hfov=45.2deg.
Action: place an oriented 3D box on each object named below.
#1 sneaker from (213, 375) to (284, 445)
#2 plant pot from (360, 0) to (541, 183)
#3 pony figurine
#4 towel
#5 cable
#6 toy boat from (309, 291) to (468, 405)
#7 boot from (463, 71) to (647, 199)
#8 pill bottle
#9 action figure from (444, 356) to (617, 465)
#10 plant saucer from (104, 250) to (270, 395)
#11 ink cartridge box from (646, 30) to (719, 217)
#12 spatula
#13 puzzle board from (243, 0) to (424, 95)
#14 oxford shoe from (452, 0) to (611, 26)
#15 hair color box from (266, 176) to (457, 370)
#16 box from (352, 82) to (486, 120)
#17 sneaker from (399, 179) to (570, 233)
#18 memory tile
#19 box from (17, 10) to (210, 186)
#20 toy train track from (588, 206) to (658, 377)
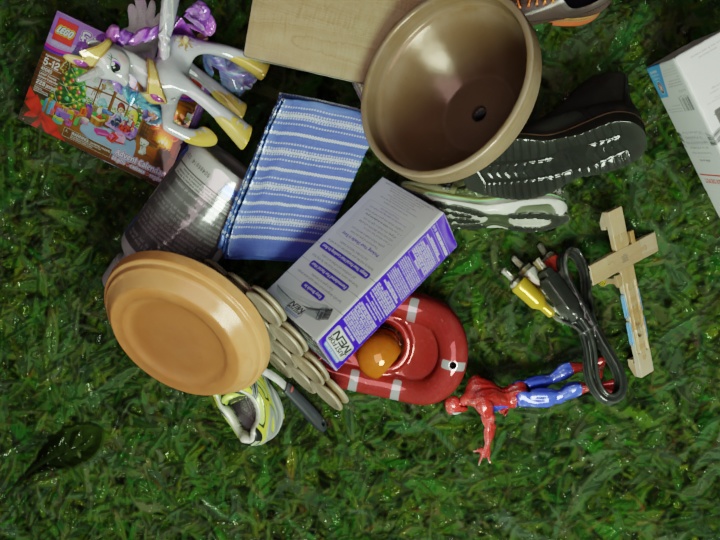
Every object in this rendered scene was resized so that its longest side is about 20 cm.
[{"bbox_3d":[-0.155,0.118,1.047,0.075,0.076,0.202,-30,92,10],"label":"sneaker"},{"bbox_3d":[0.104,-0.178,0.895,0.198,0.092,0.204,-12,68,32],"label":"plant pot"},{"bbox_3d":[-0.200,-0.235,0.931,0.198,0.196,0.166,26,145,-23],"label":"pony figurine"},{"bbox_3d":[-0.067,-0.094,0.967,0.024,0.143,0.202,49,123,39],"label":"towel"},{"bbox_3d":[0.250,0.056,1.004,0.096,0.050,0.202,-31,87,-26],"label":"cable"},{"bbox_3d":[0.026,0.090,0.999,0.196,0.131,0.133,11,99,4],"label":"toy boat"},{"bbox_3d":[0.212,-0.154,0.966,0.197,0.139,0.078,-7,127,18],"label":"boot"},{"bbox_3d":[-0.206,-0.043,1.009,0.113,0.114,0.201,39,98,-1],"label":"pill bottle"},{"bbox_3d":[0.195,0.164,1.025,0.196,0.066,0.100,-5,125,-6],"label":"action figure"},{"bbox_3d":[-0.195,0.068,0.942,0.197,0.038,0.202,12,133,14],"label":"plant saucer"},{"bbox_3d":[0.397,-0.152,0.941,0.066,0.116,0.202,-28,95,7],"label":"ink cartridge box"},{"bbox_3d":[-0.104,0.132,1.038,0.020,0.057,0.200,-29,118,31],"label":"spatula"},{"bbox_3d":[-0.017,-0.286,0.938,0.197,0.017,0.153,10,95,-10],"label":"puzzle board"},{"bbox_3d":[0.182,-0.298,0.934,0.197,0.072,0.072,-13,91,-12],"label":"oxford shoe"},{"bbox_3d":[0.000,0.000,0.965,0.200,0.109,0.065,-44,137,-13],"label":"hair color box"},{"bbox_3d":[0.061,-0.248,0.990,0.156,0.050,0.202,-26,95,8],"label":"box"},{"bbox_3d":[0.144,-0.098,1.006,0.196,0.077,0.090,6,71,4],"label":"sneaker"},{"bbox_3d":[-0.096,0.072,0.974,0.017,0.152,0.201,-45,129,-18],"label":"memory tile"},{"bbox_3d":[-0.292,-0.201,1.033,0.198,0.039,0.139,25,99,1],"label":"box"},{"bbox_3d":[0.305,0.026,1.011,0.113,0.032,0.203,-22,104,-29],"label":"toy train track"}]
